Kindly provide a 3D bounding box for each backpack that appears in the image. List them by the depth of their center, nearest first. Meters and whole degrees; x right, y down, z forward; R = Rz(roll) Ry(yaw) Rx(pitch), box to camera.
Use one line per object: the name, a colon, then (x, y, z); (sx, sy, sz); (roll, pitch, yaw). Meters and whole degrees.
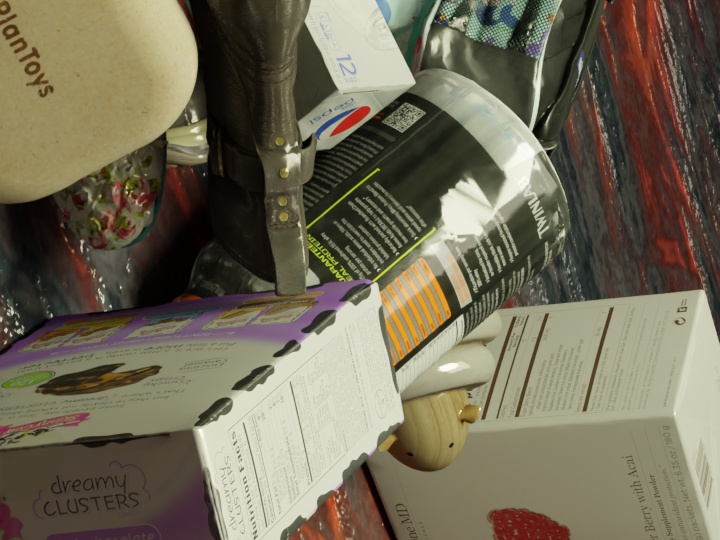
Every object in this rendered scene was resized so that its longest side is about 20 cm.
backpack: (0.074, -0.148, 1.512); (0.201, 0.150, 0.178); (-61, 172, -29)

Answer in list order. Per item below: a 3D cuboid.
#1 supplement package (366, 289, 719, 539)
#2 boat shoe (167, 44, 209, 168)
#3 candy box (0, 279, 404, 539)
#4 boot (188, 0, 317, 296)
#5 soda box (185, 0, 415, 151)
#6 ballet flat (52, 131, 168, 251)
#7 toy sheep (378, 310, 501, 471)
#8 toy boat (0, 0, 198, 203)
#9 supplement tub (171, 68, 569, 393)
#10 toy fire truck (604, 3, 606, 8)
supplement package: (0.118, 0.102, 1.550); (0.120, 0.199, 0.122); (-68, 145, -49)
boat shoe: (-0.068, -0.116, 1.318); (0.200, 0.074, 0.074); (-52, 132, -61)
candy box: (-0.095, 0.073, 1.084); (0.200, 0.167, 0.072); (-40, 120, -63)
boot: (-0.061, -0.100, 1.167); (0.200, 0.069, 0.175); (-114, -160, -57)
soda box: (-0.053, -0.159, 1.262); (0.063, 0.068, 0.201); (-9, 68, -50)
ballet flat: (-0.130, -0.106, 1.184); (0.064, 0.075, 0.201); (34, 44, -50)
toy sheep: (0.016, 0.015, 1.431); (0.138, 0.137, 0.201); (-4, 75, -67)
toy boat: (-0.158, -0.136, 1.083); (0.201, 0.130, 0.131); (63, 0, -42)
supplement tub: (0.000, 0.000, 1.298); (0.200, 0.122, 0.123); (-39, 129, -20)
toy fire truck: (0.071, -0.245, 1.597); (0.049, 0.140, 0.201); (-73, 149, -43)
